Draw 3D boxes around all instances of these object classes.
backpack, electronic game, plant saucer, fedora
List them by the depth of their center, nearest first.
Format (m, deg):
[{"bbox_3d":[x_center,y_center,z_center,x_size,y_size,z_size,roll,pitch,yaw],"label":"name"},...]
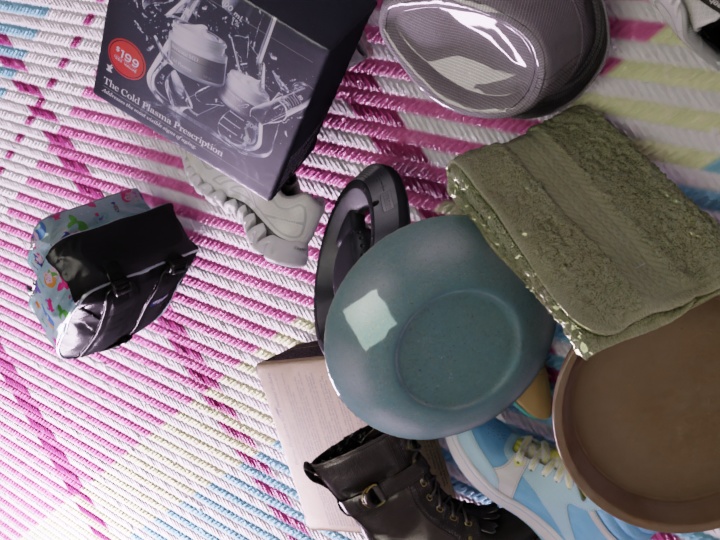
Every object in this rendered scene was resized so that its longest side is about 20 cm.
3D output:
[{"bbox_3d":[0.242,0.101,0.643,0.199,0.029,0.201,1,103,3],"label":"plant saucer"},{"bbox_3d":[0.085,-0.186,0.659,0.200,0.090,0.177,34,141,13],"label":"fedora"},{"bbox_3d":[0.072,0.057,0.682,0.039,0.200,0.202,-123,32,-64],"label":"plant saucer"},{"bbox_3d":[0.000,0.000,0.795,0.200,0.042,0.201,-171,90,-71],"label":"electronic game"},{"bbox_3d":[-0.303,0.010,1.018,0.151,0.177,0.200,50,140,16],"label":"backpack"}]

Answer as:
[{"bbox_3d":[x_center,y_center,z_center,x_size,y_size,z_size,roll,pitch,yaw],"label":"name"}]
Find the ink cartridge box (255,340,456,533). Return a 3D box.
[{"bbox_3d":[-0.006,0.173,0.908,0.164,0.075,0.201,-9,102,42],"label":"ink cartridge box"}]

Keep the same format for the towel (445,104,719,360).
[{"bbox_3d":[0.167,-0.038,0.626,0.200,0.148,0.037,57,165,34],"label":"towel"}]

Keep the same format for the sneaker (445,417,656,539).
[{"bbox_3d":[0.179,0.169,0.751,0.200,0.080,0.131,40,130,1],"label":"sneaker"}]

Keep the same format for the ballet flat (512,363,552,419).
[{"bbox_3d":[0.117,0.042,0.770,0.063,0.069,0.200,-45,78,25],"label":"ballet flat"}]

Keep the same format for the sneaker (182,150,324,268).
[{"bbox_3d":[-0.109,-0.087,0.885,0.200,0.075,0.081,41,112,30],"label":"sneaker"}]

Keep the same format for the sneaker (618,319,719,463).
[{"bbox_3d":[0.244,0.071,0.676,0.085,0.077,0.201,-10,104,26],"label":"sneaker"}]

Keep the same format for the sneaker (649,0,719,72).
[{"bbox_3d":[0.223,-0.199,0.573,0.200,0.081,0.075,49,132,7],"label":"sneaker"}]

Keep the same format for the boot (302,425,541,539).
[{"bbox_3d":[0.066,0.208,0.803,0.200,0.069,0.174,-24,99,1],"label":"boot"}]

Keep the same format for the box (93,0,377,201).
[{"bbox_3d":[-0.118,-0.198,0.765,0.200,0.104,0.182,31,135,2],"label":"box"}]

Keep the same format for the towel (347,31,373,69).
[{"bbox_3d":[-0.109,-0.248,0.814,0.191,0.032,0.200,-18,116,40],"label":"towel"}]
